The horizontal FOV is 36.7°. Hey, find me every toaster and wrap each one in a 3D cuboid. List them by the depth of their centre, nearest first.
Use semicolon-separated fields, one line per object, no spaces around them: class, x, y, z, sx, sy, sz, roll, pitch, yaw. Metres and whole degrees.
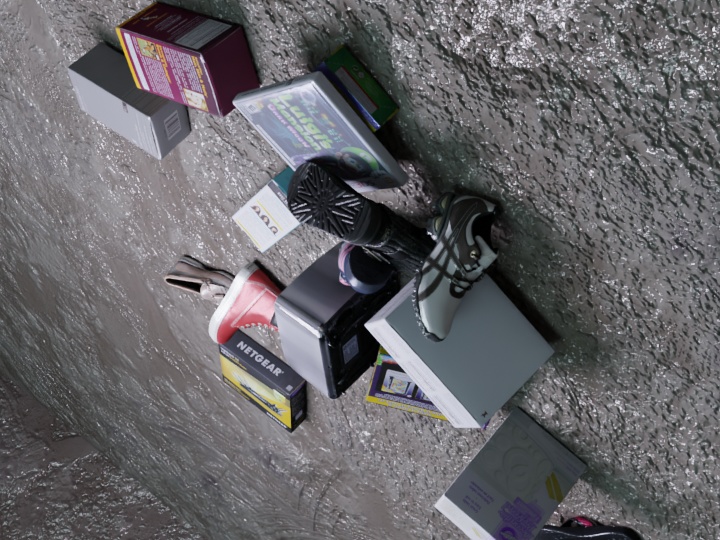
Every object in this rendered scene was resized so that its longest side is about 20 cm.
toaster;-0.030;0.073;1.701;0.119;0.181;0.200;30;148;29

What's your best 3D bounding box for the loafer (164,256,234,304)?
loafer;-0.302;0.034;2.130;0.200;0.063;0.072;22;142;36

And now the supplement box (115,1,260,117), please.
supplement box;-0.257;-0.315;1.613;0.200;0.086;0.111;23;143;36

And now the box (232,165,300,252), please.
box;-0.136;-0.099;1.761;0.082;0.049;0.200;49;151;-6

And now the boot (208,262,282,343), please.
boot;-0.194;0.098;2.023;0.144;0.072;0.200;39;129;7

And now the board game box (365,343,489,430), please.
board game box;0.118;0.167;1.671;0.200;0.057;0.165;14;148;0

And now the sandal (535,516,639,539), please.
sandal;0.371;0.434;1.779;0.200;0.045;0.075;-11;125;40

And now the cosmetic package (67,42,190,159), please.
cosmetic package;-0.387;-0.286;1.823;0.200;0.090;0.107;29;149;23

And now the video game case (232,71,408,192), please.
video game case;-0.056;-0.178;1.475;0.182;0.023;0.200;-4;137;48

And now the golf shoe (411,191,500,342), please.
golf shoe;0.128;-0.003;1.413;0.094;0.201;0.078;6;175;36

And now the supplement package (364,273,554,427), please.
supplement package;0.137;0.095;1.519;0.200;0.156;0.111;48;164;-4

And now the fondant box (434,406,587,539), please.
fondant box;0.231;0.329;1.658;0.144;0.200;0.058;40;151;11

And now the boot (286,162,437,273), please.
boot;0.004;-0.068;1.498;0.158;0.080;0.211;19;-166;-43

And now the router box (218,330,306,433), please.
router box;-0.202;0.228;2.253;0.200;0.052;0.157;33;148;22

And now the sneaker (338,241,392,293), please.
sneaker;0.000;0.000;1.566;0.070;0.200;0.082;27;112;-8

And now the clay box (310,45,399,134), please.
clay box;-0.041;-0.215;1.493;0.115;0.048;0.200;48;150;-7
